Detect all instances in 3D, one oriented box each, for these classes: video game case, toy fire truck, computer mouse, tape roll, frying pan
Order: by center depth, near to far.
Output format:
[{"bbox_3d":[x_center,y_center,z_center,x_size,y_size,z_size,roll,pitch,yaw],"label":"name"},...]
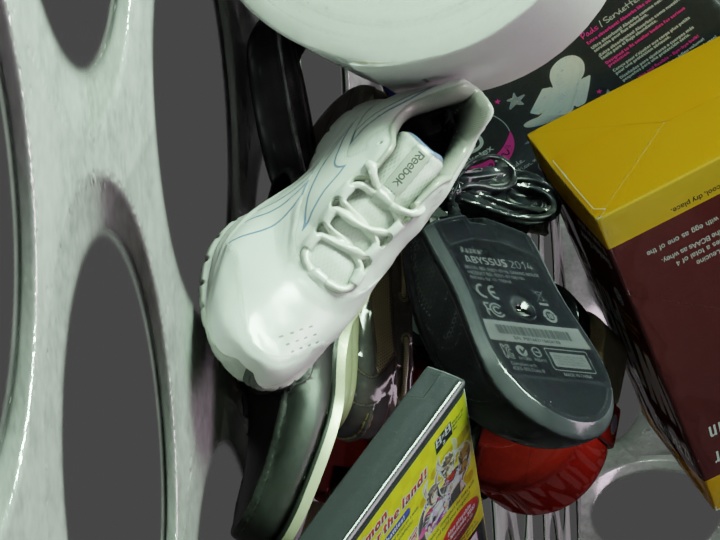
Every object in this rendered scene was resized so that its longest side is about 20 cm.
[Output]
[{"bbox_3d":[0.028,-0.192,1.382,0.139,0.201,0.204,16,72,-77],"label":"tape roll"},{"bbox_3d":[0.002,0.177,1.427,0.200,0.025,0.181,-51,148,-32],"label":"video game case"},{"bbox_3d":[0.068,0.022,1.486,0.053,0.138,0.201,-51,-136,32],"label":"computer mouse"},{"bbox_3d":[-0.042,-0.112,1.502,0.115,0.031,0.191,74,6,-54],"label":"frying pan"},{"bbox_3d":[0.039,0.103,1.572,0.129,0.175,0.201,41,60,-63],"label":"toy fire truck"}]

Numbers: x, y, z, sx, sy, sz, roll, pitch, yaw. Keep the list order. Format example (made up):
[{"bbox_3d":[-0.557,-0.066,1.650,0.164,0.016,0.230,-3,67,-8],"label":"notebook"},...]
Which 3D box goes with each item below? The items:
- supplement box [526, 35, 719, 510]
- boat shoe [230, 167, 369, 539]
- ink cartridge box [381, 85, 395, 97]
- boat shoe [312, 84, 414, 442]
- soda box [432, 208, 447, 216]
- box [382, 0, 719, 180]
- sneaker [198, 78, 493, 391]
[{"bbox_3d":[0.230,-0.014,1.599,0.201,0.196,0.133,65,-3,-27],"label":"supplement box"},{"bbox_3d":[-0.037,0.045,1.392,0.074,0.063,0.202,140,-33,-60],"label":"boat shoe"},{"bbox_3d":[0.000,-0.156,1.514,0.201,0.037,0.095,60,0,15],"label":"ink cartridge box"},{"bbox_3d":[0.000,0.000,1.537,0.074,0.073,0.201,-19,-121,53],"label":"boat shoe"},{"bbox_3d":[0.061,0.012,1.718,0.200,0.063,0.071,51,30,-13],"label":"soda box"},{"bbox_3d":[0.117,-0.142,1.680,0.115,0.199,0.133,41,25,-39],"label":"box"},{"bbox_3d":[-0.007,-0.026,1.341,0.087,0.074,0.200,-33,-161,52],"label":"sneaker"}]
